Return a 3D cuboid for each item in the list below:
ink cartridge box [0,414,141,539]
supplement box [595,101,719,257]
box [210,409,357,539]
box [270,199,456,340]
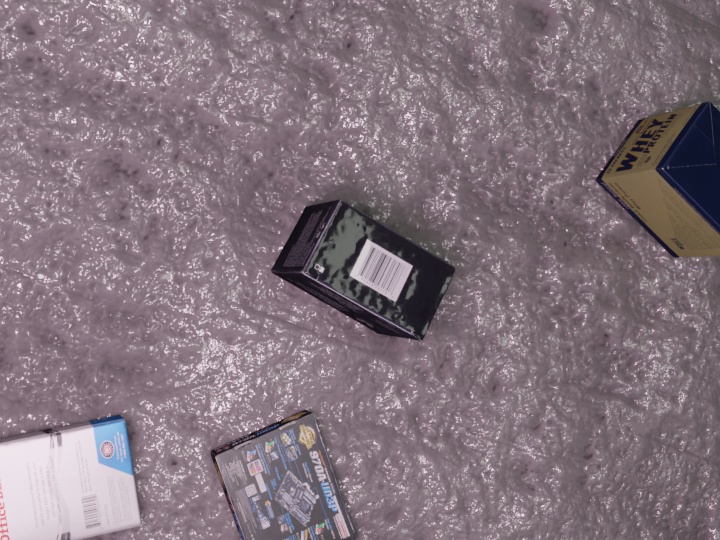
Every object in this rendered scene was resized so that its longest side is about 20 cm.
[{"bbox_3d":[-0.407,0.288,1.547,0.197,0.086,0.149,-9,91,-16],"label":"ink cartridge box"},{"bbox_3d":[0.516,-0.135,1.793,0.200,0.199,0.135,42,78,-13],"label":"supplement box"},{"bbox_3d":[-0.111,0.326,1.663,0.157,0.046,0.203,-22,95,-17],"label":"box"},{"bbox_3d":[0.000,0.000,1.624,0.195,0.200,0.119,30,81,-15],"label":"box"}]
